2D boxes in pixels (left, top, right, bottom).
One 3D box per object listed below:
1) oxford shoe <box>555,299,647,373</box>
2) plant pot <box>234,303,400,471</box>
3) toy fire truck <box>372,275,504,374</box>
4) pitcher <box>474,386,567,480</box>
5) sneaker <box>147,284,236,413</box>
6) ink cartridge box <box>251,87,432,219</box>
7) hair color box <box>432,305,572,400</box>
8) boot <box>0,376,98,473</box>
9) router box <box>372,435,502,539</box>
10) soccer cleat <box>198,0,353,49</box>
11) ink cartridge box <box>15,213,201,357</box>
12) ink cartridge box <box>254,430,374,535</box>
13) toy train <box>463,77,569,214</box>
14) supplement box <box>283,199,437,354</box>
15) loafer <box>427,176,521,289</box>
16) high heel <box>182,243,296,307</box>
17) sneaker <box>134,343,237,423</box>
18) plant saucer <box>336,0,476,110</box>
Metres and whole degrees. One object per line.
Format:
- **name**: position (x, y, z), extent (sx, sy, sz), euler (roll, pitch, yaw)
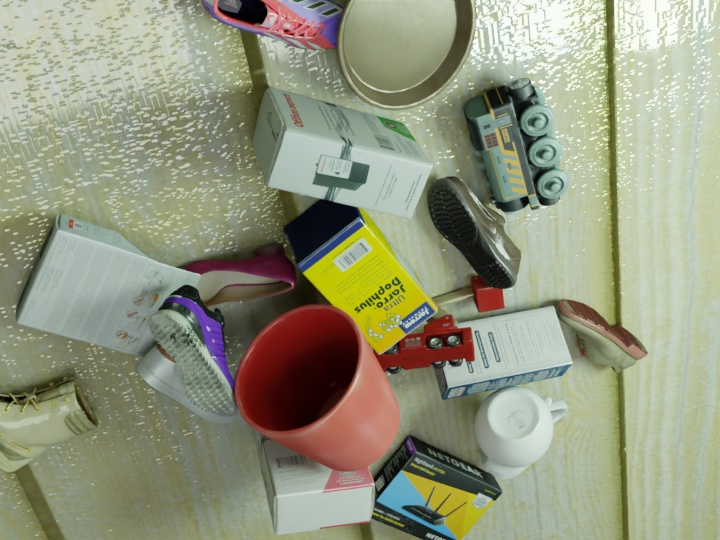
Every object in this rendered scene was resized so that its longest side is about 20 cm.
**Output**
- **oxford shoe**: position (0.374, 0.112, 1.528), extent (0.200, 0.071, 0.075), euler (30, 113, -27)
- **plant pot**: position (-0.045, 0.175, 1.306), extent (0.200, 0.201, 0.177), euler (-33, 134, 5)
- **toy fire truck**: position (0.116, 0.078, 1.410), extent (0.199, 0.141, 0.049), euler (-8, 130, 7)
- **pitcher**: position (0.264, 0.244, 1.528), extent (0.171, 0.121, 0.200), euler (-38, 155, -9)
- **sneaker**: position (-0.206, 0.102, 1.288), extent (0.069, 0.100, 0.200), euler (-4, 128, 22)
- **ink cartridge box**: position (-0.028, -0.150, 1.216), extent (0.199, 0.147, 0.083), euler (12, 117, -20)
- **hair color box**: position (0.211, 0.125, 1.464), extent (0.199, 0.100, 0.061), euler (-9, 155, -10)
- **boot**: position (-0.473, 0.182, 1.326), extent (0.155, 0.073, 0.200), euler (-25, 125, 0)
- **router box**: position (0.119, 0.380, 1.619), extent (0.200, 0.051, 0.149), euler (29, 107, -27)
- **soccer cleat**: position (-0.095, -0.303, 1.150), extent (0.199, 0.073, 0.068), euler (11, 115, -22)
- **ink cartridge box**: position (-0.339, 0.025, 1.285), extent (0.200, 0.050, 0.162), euler (18, 118, -28)
- **ink cartridge box**: position (-0.073, 0.282, 1.423), extent (0.146, 0.200, 0.083), euler (-5, 124, -13)
- **toy train**: position (0.216, -0.167, 1.318), extent (0.114, 0.085, 0.200), euler (-16, 126, 9)
- **supplement box**: position (0.000, 0.000, 1.332), extent (0.109, 0.109, 0.200), euler (-37, 122, 7)
- **loafer**: position (0.167, -0.063, 1.377), extent (0.073, 0.071, 0.200), euler (-8, 128, 44)
- **high heel**: position (-0.184, 0.028, 1.304), extent (0.199, 0.096, 0.068), euler (-17, 123, -6)
- **sneaker**: position (-0.225, 0.155, 1.366), extent (0.085, 0.073, 0.200), euler (-47, 140, 1)
- **plant saucer**: position (0.056, -0.300, 1.199), extent (0.200, 0.029, 0.201), euler (-15, 126, -22)
